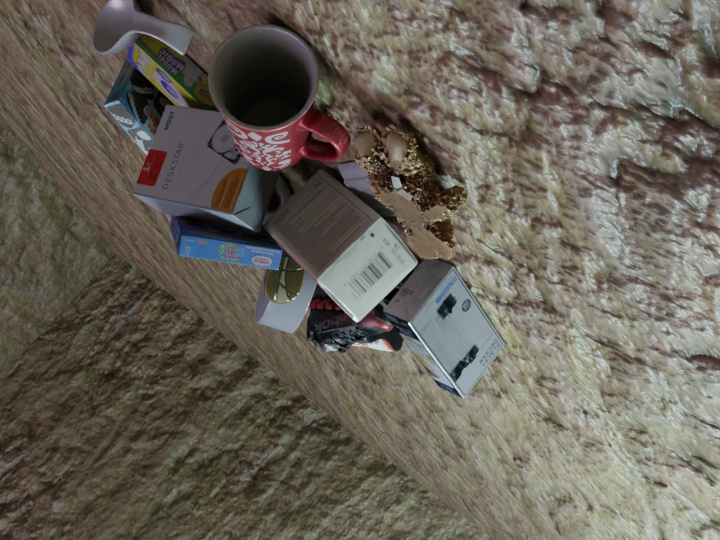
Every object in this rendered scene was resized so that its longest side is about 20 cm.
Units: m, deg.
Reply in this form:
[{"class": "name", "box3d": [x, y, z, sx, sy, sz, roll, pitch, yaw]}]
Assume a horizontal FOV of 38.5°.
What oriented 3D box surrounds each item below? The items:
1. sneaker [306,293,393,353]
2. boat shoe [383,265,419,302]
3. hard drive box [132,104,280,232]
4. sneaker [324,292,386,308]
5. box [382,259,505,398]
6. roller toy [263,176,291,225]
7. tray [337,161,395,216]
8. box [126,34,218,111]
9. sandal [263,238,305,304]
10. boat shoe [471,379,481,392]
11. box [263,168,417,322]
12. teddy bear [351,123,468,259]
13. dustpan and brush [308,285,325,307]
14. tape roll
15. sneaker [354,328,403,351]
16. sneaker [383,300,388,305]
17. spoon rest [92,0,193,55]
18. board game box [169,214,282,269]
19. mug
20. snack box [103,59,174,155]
[{"class": "sneaker", "box3d": [-0.020, 0.097, 1.744, 0.200, 0.098, 0.071, 2, 156, 46]}, {"class": "boat shoe", "box3d": [0.022, 0.010, 1.597, 0.199, 0.062, 0.075, 19, 141, 10]}, {"class": "hard drive box", "box3d": [-0.225, -0.156, 1.560, 0.199, 0.157, 0.077, 11, 167, 31]}, {"class": "sneaker", "box3d": [-0.018, 0.037, 1.833, 0.200, 0.082, 0.078, 31, 148, 29]}, {"class": "box", "box3d": [0.130, 0.088, 1.563, 0.060, 0.117, 0.200, 21, 154, 47]}, {"class": "roller toy", "box3d": [-0.223, -0.131, 1.778, 0.182, 0.140, 0.200, 38, 165, 10]}, {"class": "tray", "box3d": [0.035, -0.108, 1.418, 0.107, 0.022, 0.200, 47, 165, -17]}, {"class": "box", "box3d": [-0.280, -0.295, 1.634, 0.200, 0.048, 0.117, 41, 166, -7]}, {"class": "sandal", "box3d": [-0.103, -0.044, 1.643, 0.080, 0.201, 0.054, 19, -166, -14]}, {"class": "boat shoe", "box3d": [0.131, 0.143, 1.800, 0.069, 0.074, 0.200, 10, 147, 53]}, {"class": "box", "box3d": [-0.032, -0.039, 1.498, 0.109, 0.128, 0.200, 47, 178, -37]}, {"class": "teddy bear", "box3d": [0.066, -0.105, 1.279, 0.200, 0.067, 0.145, 47, 146, -19]}, {"class": "dustpan and brush", "box3d": [-0.061, 0.025, 1.937, 0.200, 0.139, 0.057, -110, 28, -48]}, {"class": "tape roll", "box3d": [-0.119, 0.003, 1.767, 0.066, 0.201, 0.200, 17, 170, -12]}, {"class": "sneaker", "box3d": [0.001, 0.110, 1.903, 0.107, 0.068, 0.201, 2, 174, 25]}, {"class": "sneaker", "box3d": [0.000, 0.000, 1.699, 0.200, 0.084, 0.077, 47, 165, -21]}, {"class": "spoon rest", "box3d": [-0.332, -0.358, 1.512, 0.199, 0.100, 0.061, 18, 176, 38]}, {"class": "board game box", "box3d": [-0.212, -0.050, 1.595, 0.150, 0.037, 0.200, 8, -168, -16]}, {"class": "mug", "box3d": [-0.107, -0.189, 1.310, 0.178, 0.133, 0.200, 61, 172, 10]}, {"class": "snack box", "box3d": [-0.357, -0.260, 1.799, 0.037, 0.117, 0.200, -11, 137, 27]}]
